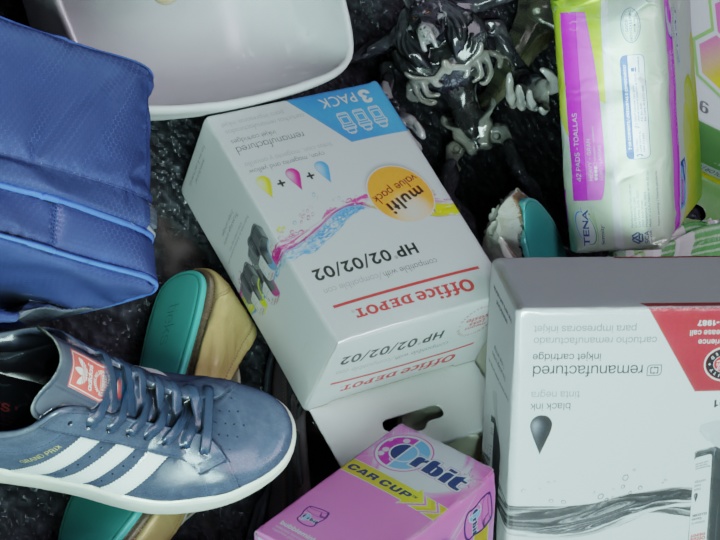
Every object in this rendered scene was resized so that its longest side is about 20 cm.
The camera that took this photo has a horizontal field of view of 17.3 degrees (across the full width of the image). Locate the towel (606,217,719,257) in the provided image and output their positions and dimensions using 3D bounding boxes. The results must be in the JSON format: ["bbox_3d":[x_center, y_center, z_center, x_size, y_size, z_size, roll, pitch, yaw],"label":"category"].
[{"bbox_3d":[0.207,0.047,1.489,0.200,0.023,0.153,-16,95,-61],"label":"towel"}]

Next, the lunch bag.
[{"bbox_3d":[-0.195,-0.039,1.141,0.200,0.136,0.133,14,65,-49],"label":"lunch bag"}]

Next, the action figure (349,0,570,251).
[{"bbox_3d":[0.064,-0.092,1.406,0.102,0.119,0.200,-89,156,-80],"label":"action figure"}]

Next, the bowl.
[{"bbox_3d":[-0.114,-0.176,1.314,0.200,0.075,0.200,-13,83,-42],"label":"bowl"}]

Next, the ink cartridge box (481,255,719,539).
[{"bbox_3d":[0.141,0.099,1.253,0.144,0.084,0.201,-1,110,-6],"label":"ink cartridge box"}]

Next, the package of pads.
[{"bbox_3d":[0.161,-0.102,1.417,0.200,0.068,0.155,-36,122,-74],"label":"package of pads"}]

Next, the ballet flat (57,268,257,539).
[{"bbox_3d":[-0.098,0.092,1.243,0.063,0.069,0.200,46,51,-37],"label":"ballet flat"}]

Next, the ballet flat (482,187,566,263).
[{"bbox_3d":[0.100,0.027,1.385,0.200,0.072,0.072,54,43,-49],"label":"ballet flat"}]

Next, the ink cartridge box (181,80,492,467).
[{"bbox_3d":[0.000,0.000,1.286,0.115,0.068,0.200,-15,60,-30],"label":"ink cartridge box"}]

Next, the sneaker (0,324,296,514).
[{"bbox_3d":[-0.127,0.067,1.159,0.199,0.085,0.075,3,55,-11],"label":"sneaker"}]

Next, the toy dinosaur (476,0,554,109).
[{"bbox_3d":[0.131,-0.160,1.535,0.088,0.047,0.200,35,60,-22],"label":"toy dinosaur"}]

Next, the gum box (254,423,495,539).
[{"bbox_3d":[0.009,0.196,1.226,0.113,0.066,0.200,-33,136,-39],"label":"gum box"}]

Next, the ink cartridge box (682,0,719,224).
[{"bbox_3d":[0.233,-0.123,1.592,0.104,0.059,0.201,22,62,-33],"label":"ink cartridge box"}]

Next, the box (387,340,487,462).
[{"bbox_3d":[0.117,0.084,1.349,0.199,0.082,0.069,7,65,-4],"label":"box"}]

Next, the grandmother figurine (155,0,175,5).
[{"bbox_3d":[-0.099,-0.203,1.254,0.200,0.060,0.122,-6,106,-43],"label":"grandmother figurine"}]

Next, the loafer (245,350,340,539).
[{"bbox_3d":[-0.016,0.098,1.306,0.072,0.063,0.200,25,61,-29],"label":"loafer"}]
